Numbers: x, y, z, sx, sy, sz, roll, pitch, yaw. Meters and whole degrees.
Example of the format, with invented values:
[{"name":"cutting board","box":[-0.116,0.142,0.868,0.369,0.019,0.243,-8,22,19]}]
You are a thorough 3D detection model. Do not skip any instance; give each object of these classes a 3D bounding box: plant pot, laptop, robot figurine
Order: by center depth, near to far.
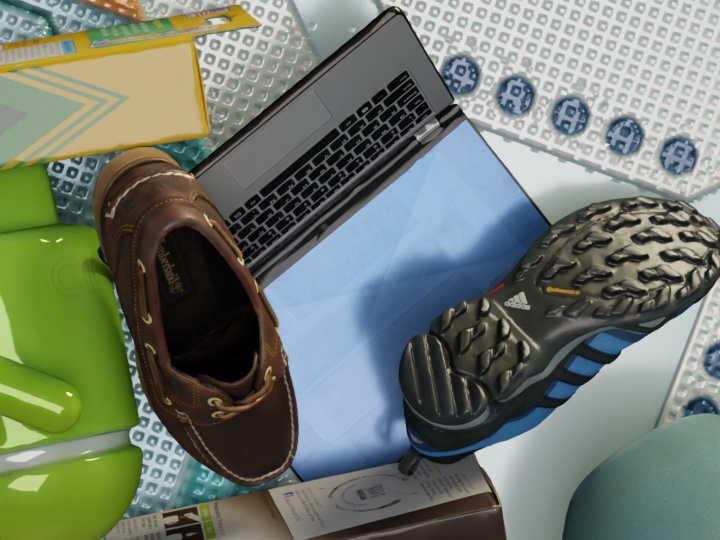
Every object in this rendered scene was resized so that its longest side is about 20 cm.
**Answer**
[{"name":"robot figurine","box":[-0.170,0.052,1.397,0.115,0.175,0.201,-11,88,-15]},{"name":"laptop","box":[0.000,0.000,1.440,0.187,0.200,0.116,-40,68,0]},{"name":"plant pot","box":[0.178,0.153,1.462,0.199,0.200,0.135,-29,66,-2]}]

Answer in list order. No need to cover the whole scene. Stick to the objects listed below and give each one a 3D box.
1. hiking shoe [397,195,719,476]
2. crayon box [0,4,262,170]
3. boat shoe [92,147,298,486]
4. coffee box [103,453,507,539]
[{"name":"hiking shoe","box":[0.099,0.029,1.471,0.199,0.087,0.075,-27,67,-20]},{"name":"crayon box","box":[-0.147,-0.085,1.398,0.199,0.126,0.052,-10,100,-5]},{"name":"boat shoe","box":[-0.073,0.036,1.374,0.070,0.070,0.201,-33,130,-10]},{"name":"coffee box","box":[-0.023,0.173,1.470,0.199,0.080,0.114,-12,110,-5]}]
